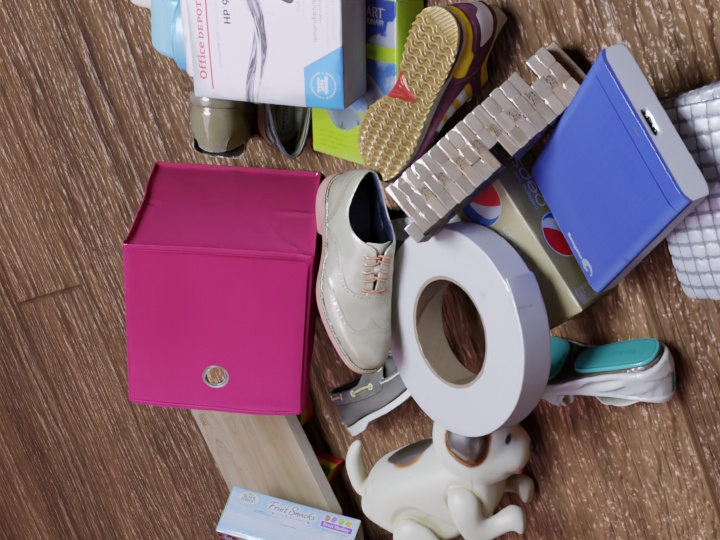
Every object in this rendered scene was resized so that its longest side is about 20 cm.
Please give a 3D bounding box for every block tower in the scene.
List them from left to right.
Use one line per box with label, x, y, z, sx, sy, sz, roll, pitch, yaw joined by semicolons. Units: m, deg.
block tower;0.109;-0.109;0.884;0.200;0.054;0.058;-43;81;13

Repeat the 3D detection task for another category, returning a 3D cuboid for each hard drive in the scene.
hard drive;0.201;-0.074;0.828;0.200;0.025;0.132;106;141;-69

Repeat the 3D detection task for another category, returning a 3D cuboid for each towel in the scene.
towel;0.316;-0.070;0.753;0.200;0.085;0.166;-8;103;49

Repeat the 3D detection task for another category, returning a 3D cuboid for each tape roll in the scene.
tape roll;0.095;0.054;0.956;0.203;0.037;0.204;22;117;51

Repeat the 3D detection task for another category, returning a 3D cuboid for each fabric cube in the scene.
fabric cube;-0.144;0.016;1.124;0.195;0.200;0.200;5;121;-2

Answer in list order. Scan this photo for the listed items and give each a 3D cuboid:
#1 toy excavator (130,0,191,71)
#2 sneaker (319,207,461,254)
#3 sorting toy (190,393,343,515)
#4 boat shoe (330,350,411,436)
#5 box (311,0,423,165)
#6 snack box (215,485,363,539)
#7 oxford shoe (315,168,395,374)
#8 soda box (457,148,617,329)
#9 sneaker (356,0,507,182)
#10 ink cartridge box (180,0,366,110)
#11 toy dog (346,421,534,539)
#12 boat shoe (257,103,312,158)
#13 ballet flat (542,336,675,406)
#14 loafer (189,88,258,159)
toy excavator;-0.200;-0.293;1.135;0.199;0.195;0.100;13;124;8
sneaker;0.033;-0.026;1.072;0.200;0.074;0.080;-6;111;47
sorting toy;-0.111;0.238;1.355;0.199;0.069;0.201;-24;92;49
boat shoe;0.026;0.127;1.156;0.060;0.072;0.202;52;142;5
box;0.006;-0.207;1.023;0.122;0.048;0.201;21;125;37
snack box;-0.080;0.357;1.291;0.168;0.068;0.200;13;149;11
oxford shoe;0.000;0.000;0.982;0.074;0.071;0.201;-13;86;61
soda box;0.147;-0.044;0.950;0.068;0.064;0.200;-38;81;48
sneaker;0.070;-0.160;0.947;0.075;0.090;0.200;55;139;21
ink cartridge box;-0.098;-0.224;0.981;0.199;0.067;0.116;8;118;18
toy dog;0.100;0.207;1.084;0.194;0.139;0.200;42;122;12
boat shoe;-0.075;-0.211;1.074;0.066;0.072;0.201;-128;31;-45
ballet flat;0.208;0.102;0.971;0.200;0.069;0.070;-4;107;46
loafer;-0.153;-0.157;1.116;0.076;0.200;0.068;9;93;3
